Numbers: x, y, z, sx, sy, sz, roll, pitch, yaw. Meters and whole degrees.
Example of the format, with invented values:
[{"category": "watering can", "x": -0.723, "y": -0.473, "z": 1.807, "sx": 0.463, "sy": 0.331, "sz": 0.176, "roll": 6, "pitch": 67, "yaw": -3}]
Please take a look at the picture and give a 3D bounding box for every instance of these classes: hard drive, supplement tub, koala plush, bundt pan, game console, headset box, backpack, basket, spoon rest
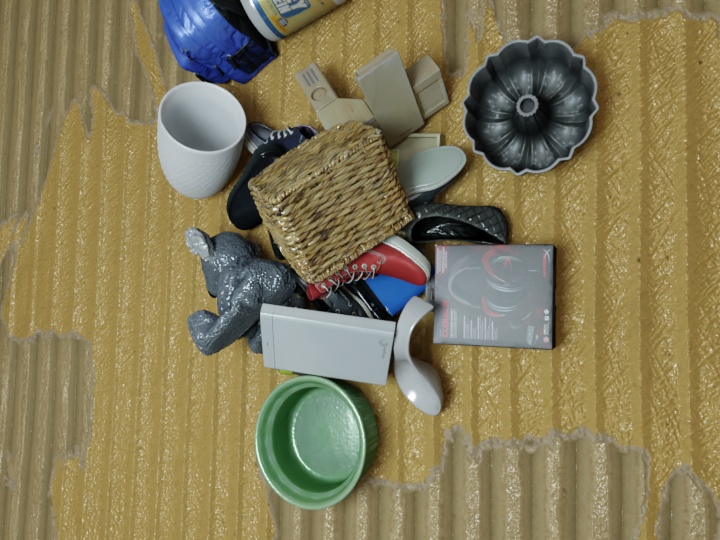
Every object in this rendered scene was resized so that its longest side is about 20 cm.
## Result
[{"category": "hard drive", "x": -0.051, "y": 0.114, "z": 0.941, "sx": 0.194, "sy": 0.134, "sz": 0.027, "roll": 8, "pitch": 45, "yaw": 2}, {"category": "supplement tub", "x": -0.104, "y": -0.507, "z": 1.077, "sx": 0.196, "sy": 0.144, "sz": 0.148, "roll": -22, "pitch": 77, "yaw": 19}, {"category": "koala plush", "x": -0.206, "y": 0.011, "z": 1.061, "sx": 0.185, "sy": 0.175, "sz": 0.201, "roll": -50, "pitch": 57, "yaw": 22}, {"category": "bundt pan", "x": 0.256, "y": -0.236, "z": 0.941, "sx": 0.197, "sy": 0.075, "sz": 0.208, "roll": -2, "pitch": 84, "yaw": 22}, {"category": "game console", "x": 0.000, "y": 0.000, "z": 1.042, "sx": 0.202, "sy": 0.117, "sz": 0.171, "roll": 53, "pitch": 140, "yaw": 13}, {"category": "headset box", "x": 0.193, "y": 0.038, "z": 0.943, "sx": 0.195, "sy": 0.075, "sz": 0.153, "roll": 1, "pitch": 87, "yaw": 22}, {"category": "backpack", "x": -0.265, "y": -0.430, "z": 1.108, "sx": 0.166, "sy": 0.199, "sz": 0.165, "roll": -35, "pitch": 74, "yaw": 15}, {"category": "basket", "x": -0.048, "y": -0.104, "z": 0.916, "sx": 0.198, "sy": 0.151, "sz": 0.142, "roll": -35, "pitch": 32, "yaw": -14}, {"category": "spoon rest", "x": 0.082, "y": 0.139, "z": 0.943, "sx": 0.098, "sy": 0.060, "sz": 0.204, "roll": 27, "pitch": 136, "yaw": 42}]

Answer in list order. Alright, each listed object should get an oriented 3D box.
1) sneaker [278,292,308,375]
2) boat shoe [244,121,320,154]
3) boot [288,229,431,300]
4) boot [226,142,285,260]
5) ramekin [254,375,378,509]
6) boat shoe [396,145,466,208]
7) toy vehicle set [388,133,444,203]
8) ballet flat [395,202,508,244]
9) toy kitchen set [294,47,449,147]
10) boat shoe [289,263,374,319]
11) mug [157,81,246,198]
[{"category": "sneaker", "x": -0.090, "y": 0.109, "z": 1.015, "sx": 0.079, "sy": 0.202, "sz": 0.075, "roll": 14, "pitch": 54, "yaw": 7}, {"category": "boat shoe", "x": -0.124, "y": -0.224, "z": 1.081, "sx": 0.199, "sy": 0.074, "sz": 0.094, "roll": 38, "pitch": 131, "yaw": 17}, {"category": "boot", "x": -0.003, "y": 0.006, "z": 0.932, "sx": 0.196, "sy": 0.073, "sz": 0.146, "roll": 24, "pitch": 58, "yaw": 11}, {"category": "boot", "x": -0.156, "y": -0.084, "z": 1.047, "sx": 0.201, "sy": 0.075, "sz": 0.171, "roll": -52, "pitch": 51, "yaw": 44}, {"category": "ramekin", "x": -0.065, "y": 0.271, "z": 1.017, "sx": 0.195, "sy": 0.097, "sz": 0.206, "roll": -2, "pitch": 85, "yaw": 22}, {"category": "boat shoe", "x": 0.078, "y": -0.126, "z": 0.984, "sx": 0.196, "sy": 0.061, "sz": 0.077, "roll": -25, "pitch": 57, "yaw": 2}, {"category": "toy vehicle set", "x": 0.039, "y": -0.163, "z": 1.051, "sx": 0.195, "sy": 0.026, "sz": 0.128, "roll": 5, "pitch": 87, "yaw": 23}, {"category": "ballet flat", "x": 0.130, "y": -0.065, "z": 0.955, "sx": 0.194, "sy": 0.067, "sz": 0.058, "roll": -3, "pitch": 52, "yaw": 0}, {"category": "toy kitchen set", "x": 0.005, "y": -0.316, "z": 1.001, "sx": 0.197, "sy": 0.164, "sz": 0.183, "roll": -32, "pitch": 59, "yaw": 3}, {"category": "boat shoe", "x": -0.044, "y": 0.055, "z": 0.977, "sx": 0.202, "sy": 0.065, "sz": 0.074, "roll": 58, "pitch": 139, "yaw": 6}, {"category": "mug", "x": -0.277, "y": -0.235, "z": 1.118, "sx": 0.145, "sy": 0.176, "sz": 0.203, "roll": 24, "pitch": 57, "yaw": -6}]
